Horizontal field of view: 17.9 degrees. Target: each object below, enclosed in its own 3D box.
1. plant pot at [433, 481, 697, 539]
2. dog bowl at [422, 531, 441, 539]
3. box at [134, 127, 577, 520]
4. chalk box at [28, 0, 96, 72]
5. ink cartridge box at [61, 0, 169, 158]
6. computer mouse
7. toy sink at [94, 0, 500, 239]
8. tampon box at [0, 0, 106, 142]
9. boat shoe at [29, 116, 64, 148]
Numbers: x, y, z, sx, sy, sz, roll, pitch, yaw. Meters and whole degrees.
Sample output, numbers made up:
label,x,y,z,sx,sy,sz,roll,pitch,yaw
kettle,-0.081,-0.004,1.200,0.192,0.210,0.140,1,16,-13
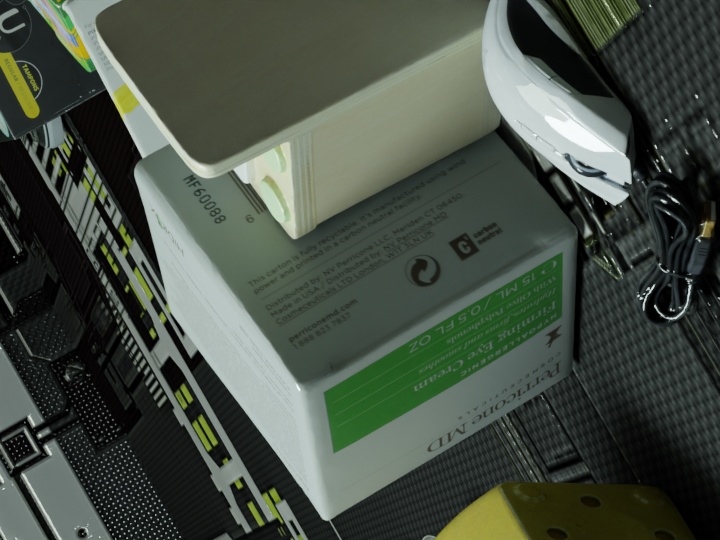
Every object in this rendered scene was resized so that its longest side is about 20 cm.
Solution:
label,x,y,z,sx,sy,sz,roll,pitch,yaw
plant pot,0.131,0.241,1.408,0.196,0.193,0.201,-120,38,-58
dog bowl,0.124,0.282,1.806,0.200,0.058,0.200,54,163,24
box,0.000,0.000,1.411,0.200,0.198,0.172,52,164,28
chalk box,-0.200,-0.243,1.727,0.124,0.124,0.200,49,174,12
ink cartridge box,-0.120,-0.112,1.642,0.201,0.083,0.145,61,-176,10
computer mouse,0.115,-0.067,1.208,0.200,0.044,0.110,54,165,24
toy sink,-0.035,-0.110,1.315,0.131,0.199,0.112,51,160,29
tampon box,-0.345,-0.220,2.300,0.151,0.126,0.200,62,165,-9
boat shoe,-0.397,-0.216,2.591,0.072,0.071,0.201,41,156,52
